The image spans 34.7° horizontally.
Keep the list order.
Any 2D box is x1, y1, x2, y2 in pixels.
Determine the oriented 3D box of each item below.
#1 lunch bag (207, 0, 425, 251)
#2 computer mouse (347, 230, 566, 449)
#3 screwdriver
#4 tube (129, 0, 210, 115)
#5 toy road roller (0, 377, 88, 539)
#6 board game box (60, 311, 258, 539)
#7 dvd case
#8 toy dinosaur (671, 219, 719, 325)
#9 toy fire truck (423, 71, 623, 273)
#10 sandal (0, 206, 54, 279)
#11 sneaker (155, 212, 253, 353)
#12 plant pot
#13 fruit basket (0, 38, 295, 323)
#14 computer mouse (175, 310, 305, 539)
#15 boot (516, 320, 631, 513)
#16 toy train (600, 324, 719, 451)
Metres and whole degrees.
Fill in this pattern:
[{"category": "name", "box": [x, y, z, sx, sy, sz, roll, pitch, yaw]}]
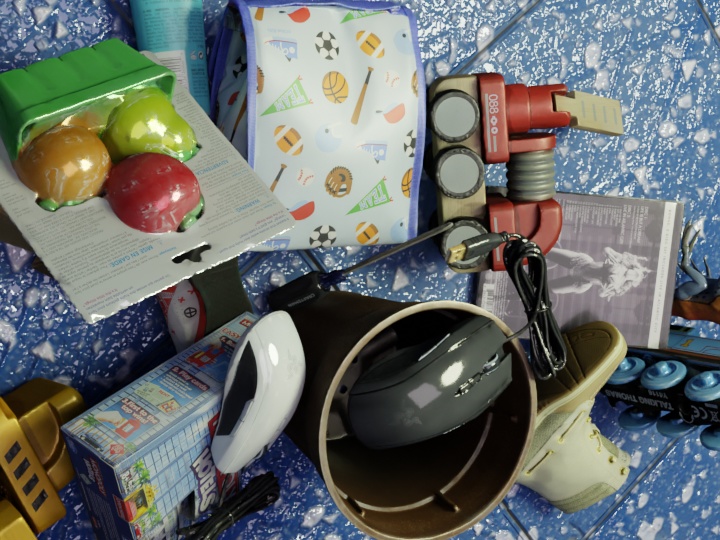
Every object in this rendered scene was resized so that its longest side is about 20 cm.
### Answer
[{"category": "lunch bag", "box": [-0.039, -0.128, 0.973, 0.170, 0.124, 0.201, -6, 111, -27]}, {"category": "computer mouse", "box": [0.077, 0.053, 0.882, 0.200, 0.046, 0.141, -20, 109, -22]}, {"category": "screwdriver", "box": [0.000, 0.000, 0.991, 0.028, 0.200, 0.029, -34, 103, -57]}, {"category": "tube", "box": [-0.159, -0.224, 0.941, 0.077, 0.050, 0.201, -9, 98, -29]}, {"category": "toy road roller", "box": [-0.273, 0.174, 0.914, 0.146, 0.123, 0.200, -34, 112, -29]}, {"category": "board game box", "box": [-0.133, 0.138, 0.941, 0.200, 0.062, 0.200, -43, 149, -33]}, {"category": "dvd case", "box": [0.215, -0.002, 1.143, 0.199, 0.016, 0.149, 4, 97, -5]}, {"category": "toy dinosaur", "box": [0.345, 0.022, 1.155, 0.181, 0.200, 0.105, -25, 127, 24]}, {"category": "toy fire truck", "box": [0.160, -0.099, 1.069, 0.199, 0.129, 0.177, -6, 102, -2]}, {"category": "sandal", "box": [-0.277, -0.061, 0.907, 0.212, 0.078, 0.070, 35, 59, -33]}, {"category": "sneaker", "box": [-0.151, 0.007, 0.973, 0.067, 0.108, 0.202, -37, 150, -28]}, {"category": "plant pot", "box": [0.015, 0.106, 0.998, 0.200, 0.198, 0.201, -5, 102, -25]}, {"category": "fruit basket", "box": [-0.176, -0.068, 0.847, 0.185, 0.094, 0.200, -29, 75, -35]}, {"category": "computer mouse", "box": [-0.082, 0.128, 0.903, 0.110, 0.044, 0.201, -19, 130, -53]}, {"category": "boot", "box": [0.225, 0.153, 1.161, 0.154, 0.072, 0.200, 32, 109, -29]}, {"category": "toy train", "box": [0.335, 0.113, 1.163, 0.114, 0.200, 0.087, -34, 112, -29]}]
